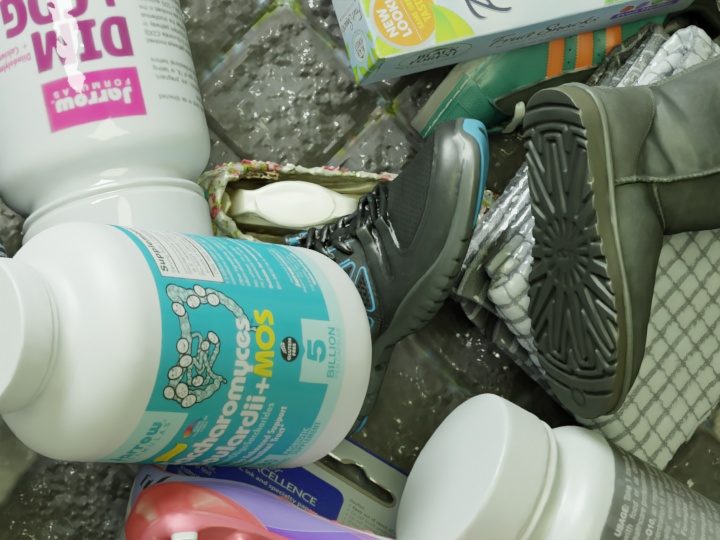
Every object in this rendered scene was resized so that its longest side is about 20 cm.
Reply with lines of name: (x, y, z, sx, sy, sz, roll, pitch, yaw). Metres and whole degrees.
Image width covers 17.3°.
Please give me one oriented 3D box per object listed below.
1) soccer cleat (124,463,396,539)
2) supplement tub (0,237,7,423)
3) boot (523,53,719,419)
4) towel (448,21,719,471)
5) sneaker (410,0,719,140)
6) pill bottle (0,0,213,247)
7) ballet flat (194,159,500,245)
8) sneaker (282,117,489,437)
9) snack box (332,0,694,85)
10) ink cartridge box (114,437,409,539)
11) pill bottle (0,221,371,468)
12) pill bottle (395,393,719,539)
soccer cleat: (-0.019, 0.139, 1.137, 0.199, 0.077, 0.067, 16, 117, -21)
supplement tub: (-0.248, -0.011, 1.163, 0.140, 0.140, 0.201, -17, 83, -17)
boot: (0.180, -0.029, 1.203, 0.199, 0.072, 0.183, -11, 107, -36)
towel: (0.153, -0.009, 1.273, 0.200, 0.085, 0.166, -51, 119, -14)
sneaker: (0.121, -0.116, 1.313, 0.200, 0.071, 0.080, -36, 84, -19)
pill bottle: (-0.140, -0.093, 1.212, 0.113, 0.113, 0.201, -10, 75, -16)
ballet flat: (0.001, -0.023, 1.268, 0.199, 0.064, 0.076, 1, 76, -14)
sneaker: (0.000, 0.000, 1.206, 0.082, 0.200, 0.073, 26, 30, -7)
snack box: (0.075, -0.191, 1.255, 0.199, 0.053, 0.143, -14, 81, -18)
ink cartridge box: (-0.028, 0.159, 1.203, 0.197, 0.047, 0.200, 32, 31, -6)
pill bottle: (-0.099, 0.036, 1.116, 0.199, 0.111, 0.111, 6, 75, -43)
pill bottle: (0.124, 0.150, 1.217, 0.200, 0.114, 0.114, 31, 73, -20)
